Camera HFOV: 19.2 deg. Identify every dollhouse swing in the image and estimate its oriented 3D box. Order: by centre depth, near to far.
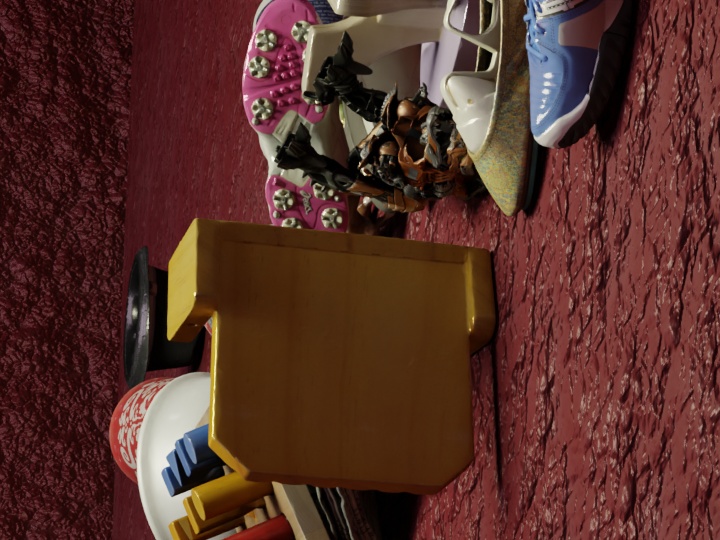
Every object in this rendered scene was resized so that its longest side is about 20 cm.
[{"bbox_3d":[-0.025,0.069,1.424,0.182,0.200,0.176,134,139,-71],"label":"dollhouse swing"}]

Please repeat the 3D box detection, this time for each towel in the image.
[{"bbox_3d":[-0.019,0.119,1.615,0.200,0.035,0.193,-96,-9,-57],"label":"towel"}]

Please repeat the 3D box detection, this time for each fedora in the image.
[{"bbox_3d":[-0.253,0.067,2.762,0.201,0.092,0.201,-174,90,-78],"label":"fedora"}]

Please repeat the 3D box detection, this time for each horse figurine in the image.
[{"bbox_3d":[0.000,0.000,1.707,0.133,0.050,0.200,124,152,-54],"label":"horse figurine"}]

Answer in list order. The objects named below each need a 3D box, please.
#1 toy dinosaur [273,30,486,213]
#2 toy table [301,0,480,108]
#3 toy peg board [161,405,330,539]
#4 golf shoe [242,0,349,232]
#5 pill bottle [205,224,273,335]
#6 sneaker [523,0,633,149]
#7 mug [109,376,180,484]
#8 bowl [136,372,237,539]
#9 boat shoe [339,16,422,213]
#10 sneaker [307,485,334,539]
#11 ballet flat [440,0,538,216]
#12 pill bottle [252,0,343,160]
[{"bbox_3d":[0.017,-0.076,1.459,0.200,0.136,0.102,-49,16,51],"label":"toy dinosaur"},{"bbox_3d":[0.027,-0.211,1.523,0.184,0.117,0.200,-138,53,-76],"label":"toy table"},{"bbox_3d":[-0.103,0.202,1.633,0.199,0.098,0.200,65,161,11],"label":"toy peg board"},{"bbox_3d":[-0.047,-0.120,1.677,0.092,0.075,0.200,-64,-30,-72],"label":"golf shoe"},{"bbox_3d":[-0.078,0.018,1.908,0.200,0.114,0.114,161,115,-77],"label":"pill bottle"},{"bbox_3d":[0.111,-0.169,1.195,0.076,0.077,0.200,-138,53,-73],"label":"sneaker"},{"bbox_3d":[-0.179,0.191,2.369,0.133,0.178,0.200,-50,7,-17],"label":"mug"},{"bbox_3d":[-0.090,0.174,1.819,0.090,0.201,0.201,-21,58,37],"label":"bowl"},{"bbox_3d":[0.016,-0.132,1.641,0.060,0.072,0.202,114,155,-43],"label":"boat shoe"},{"bbox_3d":[-0.037,0.174,1.723,0.075,0.079,0.200,-45,63,41],"label":"sneaker"},{"bbox_3d":[0.083,-0.136,1.341,0.071,0.071,0.200,-159,75,-78],"label":"ballet flat"},{"bbox_3d":[-0.035,-0.179,1.806,0.111,0.111,0.200,108,163,-45],"label":"pill bottle"}]
